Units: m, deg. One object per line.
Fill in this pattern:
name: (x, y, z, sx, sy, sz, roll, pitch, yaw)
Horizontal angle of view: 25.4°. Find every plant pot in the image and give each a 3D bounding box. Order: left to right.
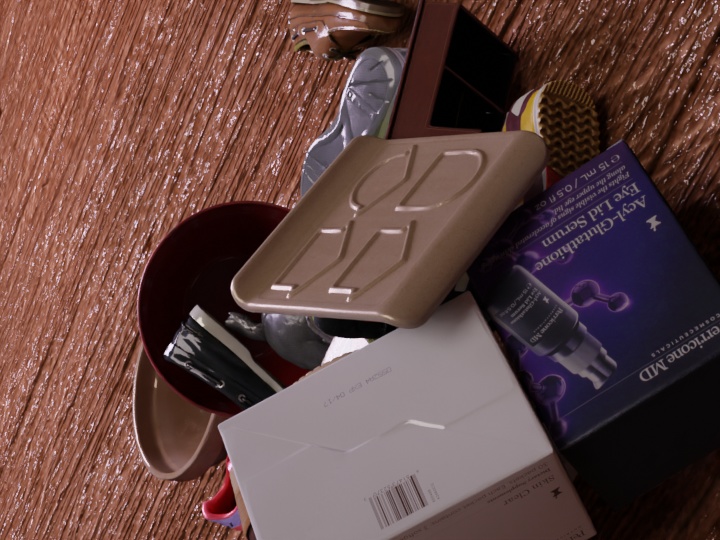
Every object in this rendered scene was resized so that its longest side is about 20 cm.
plant pot: (-0.154, 0.121, 1.656, 0.201, 0.093, 0.201, -21, 65, 53)

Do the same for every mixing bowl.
mixing bowl: (-0.112, 0.037, 1.505, 0.108, 0.200, 0.201, 169, 109, -80)

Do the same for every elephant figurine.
elephant figurine: (0.000, 0.000, 1.360, 0.141, 0.155, 0.200, 43, 142, 19)

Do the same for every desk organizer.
desk organizer: (0.072, -0.124, 1.310, 0.077, 0.072, 0.200, 5, 60, 16)

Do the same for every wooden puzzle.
wooden puzzle: (0.024, -0.026, 1.161, 0.200, 0.046, 0.185, 7, 51, 49)

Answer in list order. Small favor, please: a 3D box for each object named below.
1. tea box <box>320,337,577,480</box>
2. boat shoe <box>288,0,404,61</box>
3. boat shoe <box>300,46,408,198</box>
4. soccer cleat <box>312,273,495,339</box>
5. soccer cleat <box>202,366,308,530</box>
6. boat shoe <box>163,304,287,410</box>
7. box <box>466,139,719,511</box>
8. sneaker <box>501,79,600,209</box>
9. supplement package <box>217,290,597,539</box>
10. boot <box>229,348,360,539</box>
tea box: (0.043, 0.170, 1.292, 0.197, 0.133, 0.200, 51, 124, 48)
boat shoe: (-0.014, -0.236, 1.564, 0.200, 0.072, 0.068, -152, 71, -66)
boat shoe: (0.006, -0.115, 1.436, 0.074, 0.065, 0.202, 47, 131, 30)
soccer cleat: (0.057, 0.027, 1.254, 0.081, 0.200, 0.068, 47, 132, 42)
soccer cleat: (-0.088, 0.171, 1.553, 0.200, 0.076, 0.067, -65, 35, 23)
boat shoe: (-0.094, 0.121, 1.416, 0.066, 0.199, 0.075, -46, 6, -3)
box: (0.179, 0.036, 1.097, 0.148, 0.104, 0.200, -34, 47, 9)
sneaker: (0.143, -0.046, 1.268, 0.090, 0.075, 0.201, 158, 122, -64)
supplement package: (0.031, 0.141, 1.085, 0.200, 0.111, 0.156, -29, 46, 4)
boot: (-0.013, 0.174, 1.218, 0.200, 0.072, 0.167, -49, 59, 33)
